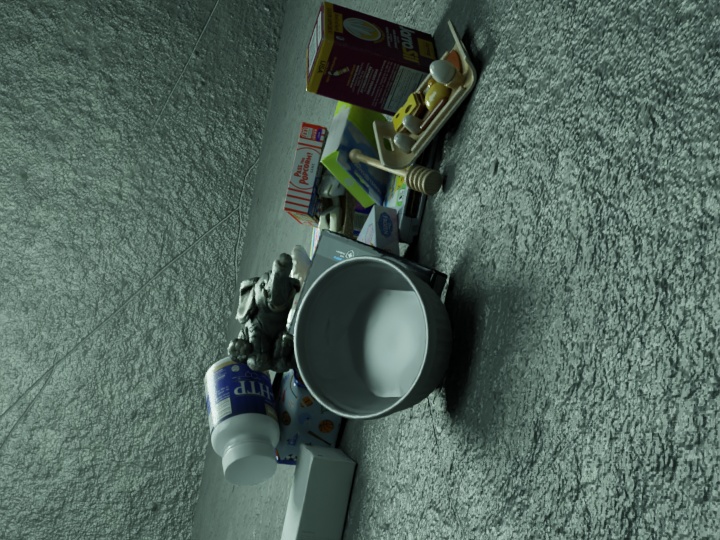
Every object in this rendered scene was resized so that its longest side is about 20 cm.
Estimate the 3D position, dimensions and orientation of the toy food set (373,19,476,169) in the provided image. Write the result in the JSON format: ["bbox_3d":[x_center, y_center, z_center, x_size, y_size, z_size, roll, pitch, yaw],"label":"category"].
[{"bbox_3d":[0.089,-0.261,1.382,0.200,0.060,0.144,-50,26,24],"label":"toy food set"}]

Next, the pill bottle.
[{"bbox_3d":[-0.200,0.258,1.601,0.202,0.118,0.121,-107,31,-42],"label":"pill bottle"}]

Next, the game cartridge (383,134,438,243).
[{"bbox_3d":[0.075,-0.144,1.478,0.133,0.040,0.204,-173,95,-80],"label":"game cartridge"}]

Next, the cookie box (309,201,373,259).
[{"bbox_3d":[-0.035,-0.100,1.788,0.200,0.074,0.174,125,152,-60],"label":"cookie box"}]

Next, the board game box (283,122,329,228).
[{"bbox_3d":[-0.084,-0.164,1.663,0.200,0.046,0.154,45,-123,-83],"label":"board game box"}]

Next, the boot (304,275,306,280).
[{"bbox_3d":[-0.059,0.064,1.684,0.200,0.071,0.147,-43,-40,-67],"label":"boot"}]

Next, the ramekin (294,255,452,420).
[{"bbox_3d":[0.023,0.087,1.187,0.197,0.105,0.204,-5,80,30],"label":"ramekin"}]

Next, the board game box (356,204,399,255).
[{"bbox_3d":[0.011,0.040,1.443,0.201,0.040,0.202,119,155,-50],"label":"board game box"}]

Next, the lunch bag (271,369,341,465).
[{"bbox_3d":[-0.102,0.229,1.681,0.201,0.122,0.172,-110,34,-65],"label":"lunch bag"}]

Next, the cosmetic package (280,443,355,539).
[{"bbox_3d":[-0.073,0.395,1.526,0.113,0.080,0.204,-167,90,-76],"label":"cosmetic package"}]

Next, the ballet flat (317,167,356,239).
[{"bbox_3d":[-0.043,-0.112,1.598,0.070,0.065,0.204,3,97,35],"label":"ballet flat"}]

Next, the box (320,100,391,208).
[{"bbox_3d":[0.000,-0.202,1.571,0.047,0.122,0.202,-25,35,34],"label":"box"}]

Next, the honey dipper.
[{"bbox_3d":[0.047,-0.157,1.421,0.199,0.038,0.039,28,107,48],"label":"honey dipper"}]

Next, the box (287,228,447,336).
[{"bbox_3d":[0.007,0.048,1.292,0.198,0.046,0.161,22,94,32],"label":"box"}]

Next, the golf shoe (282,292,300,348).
[{"bbox_3d":[-0.053,0.096,1.541,0.199,0.076,0.090,26,-115,-61],"label":"golf shoe"}]

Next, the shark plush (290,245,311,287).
[{"bbox_3d":[-0.083,0.051,1.791,0.202,0.090,0.083,59,-176,-20],"label":"shark plush"}]

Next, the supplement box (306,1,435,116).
[{"bbox_3d":[0.016,-0.342,1.534,0.132,0.197,0.104,-94,23,-48],"label":"supplement box"}]

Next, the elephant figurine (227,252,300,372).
[{"bbox_3d":[-0.145,0.060,1.571,0.153,0.141,0.204,11,98,36],"label":"elephant figurine"}]
